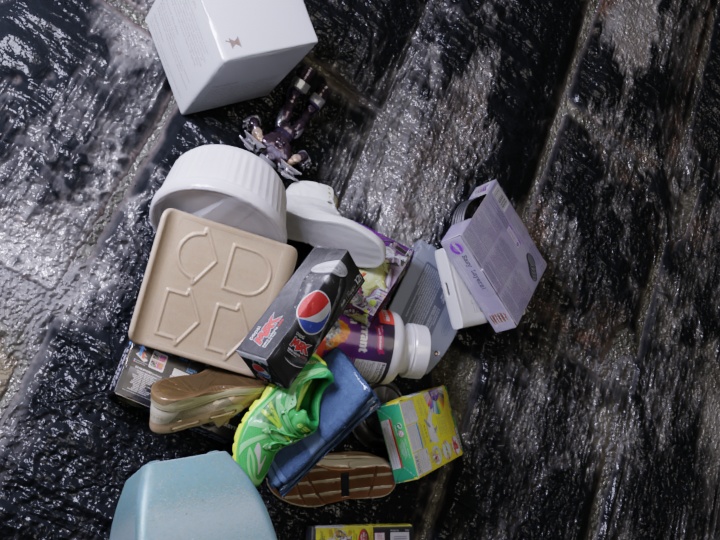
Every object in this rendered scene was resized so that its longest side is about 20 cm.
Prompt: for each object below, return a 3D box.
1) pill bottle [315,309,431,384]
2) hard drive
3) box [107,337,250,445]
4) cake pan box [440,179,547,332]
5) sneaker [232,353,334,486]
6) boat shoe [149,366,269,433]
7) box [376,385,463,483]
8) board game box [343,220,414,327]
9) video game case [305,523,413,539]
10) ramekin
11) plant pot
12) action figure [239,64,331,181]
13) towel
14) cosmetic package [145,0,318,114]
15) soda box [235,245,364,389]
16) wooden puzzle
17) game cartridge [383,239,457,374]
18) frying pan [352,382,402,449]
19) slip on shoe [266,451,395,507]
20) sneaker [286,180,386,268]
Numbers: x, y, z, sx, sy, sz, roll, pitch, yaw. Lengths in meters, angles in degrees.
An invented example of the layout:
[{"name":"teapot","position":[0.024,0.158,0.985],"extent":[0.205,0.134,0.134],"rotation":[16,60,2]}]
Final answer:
[{"name":"pill bottle","position":[0.003,0.111,1.369],"extent":[0.195,0.111,0.114],"rotation":[10,72,-16]},{"name":"hard drive","position":[0.207,0.023,1.543],"extent":[0.198,0.026,0.135],"rotation":[-6,80,-49]},{"name":"box","position":[-0.232,0.119,1.286],"extent":[0.197,0.049,0.202],"rotation":[26,65,-22]},{"name":"cake pan box","position":[0.230,-0.029,1.530],"extent":[0.202,0.052,0.185],"rotation":[55,41,-18]},{"name":"sneaker","position":[-0.105,0.205,1.222],"extent":[0.074,0.083,0.203],"rotation":[39,78,-51]},{"name":"boat shoe","position":[-0.200,0.176,1.232],"extent":[0.197,0.071,0.066],"rotation":[-4,115,-39]},{"name":"box","position":[0.100,0.249,1.406],"extent":[0.199,0.048,0.120],"rotation":[-3,76,-60]},{"name":"board game box","position":[0.000,0.000,1.390],"extent":[0.118,0.033,0.201],"rotation":[22,36,9]},{"name":"video game case","position":[0.001,0.484,1.338],"extent":[0.177,0.025,0.205],"rotation":[8,74,-28]},{"name":"ramekin","position":[-0.194,-0.092,1.283],"extent":[0.199,0.202,0.096],"rotation":[24,55,-22]},{"name":"plant pot","position":[-0.222,0.348,1.155],"extent":[0.192,0.195,0.204],"rotation":[-4,70,-30]},{"name":"action figure","position":[-0.117,-0.224,1.435],"extent":[0.130,0.069,0.202],"rotation":[40,65,-23]},{"name":"towel","position":[-0.070,0.211,1.274],"extent":[0.200,0.112,0.048],"rotation":[-45,146,5]},{"name":"cosmetic package","position":[-0.196,-0.360,1.344],"extent":[0.164,0.199,0.171],"rotation":[-20,87,-32]},{"name":"soda box","position":[-0.079,0.060,1.236],"extent":[0.201,0.070,0.064],"rotation":[-55,132,-27]},{"name":"wooden puzzle","position":[-0.202,0.032,1.242],"extent":[0.196,0.046,0.190],"rotation":[17,87,-15]},{"name":"game cartridge","position":[0.107,0.066,1.503],"extent":[0.132,0.040,0.202],"rotation":[36,62,-13]},{"name":"frying pan","position":[0.000,0.210,1.410],"extent":[0.187,0.031,0.117],"rotation":[24,65,-26]},{"name":"slip on shoe","position":[-0.045,0.302,1.343],"extent":[0.195,0.061,0.078],"rotation":[-2,104,-12]},{"name":"sneaker","position":[-0.039,-0.081,1.392],"extent":[0.196,0.075,0.116],"rotation":[22,39,7]}]
